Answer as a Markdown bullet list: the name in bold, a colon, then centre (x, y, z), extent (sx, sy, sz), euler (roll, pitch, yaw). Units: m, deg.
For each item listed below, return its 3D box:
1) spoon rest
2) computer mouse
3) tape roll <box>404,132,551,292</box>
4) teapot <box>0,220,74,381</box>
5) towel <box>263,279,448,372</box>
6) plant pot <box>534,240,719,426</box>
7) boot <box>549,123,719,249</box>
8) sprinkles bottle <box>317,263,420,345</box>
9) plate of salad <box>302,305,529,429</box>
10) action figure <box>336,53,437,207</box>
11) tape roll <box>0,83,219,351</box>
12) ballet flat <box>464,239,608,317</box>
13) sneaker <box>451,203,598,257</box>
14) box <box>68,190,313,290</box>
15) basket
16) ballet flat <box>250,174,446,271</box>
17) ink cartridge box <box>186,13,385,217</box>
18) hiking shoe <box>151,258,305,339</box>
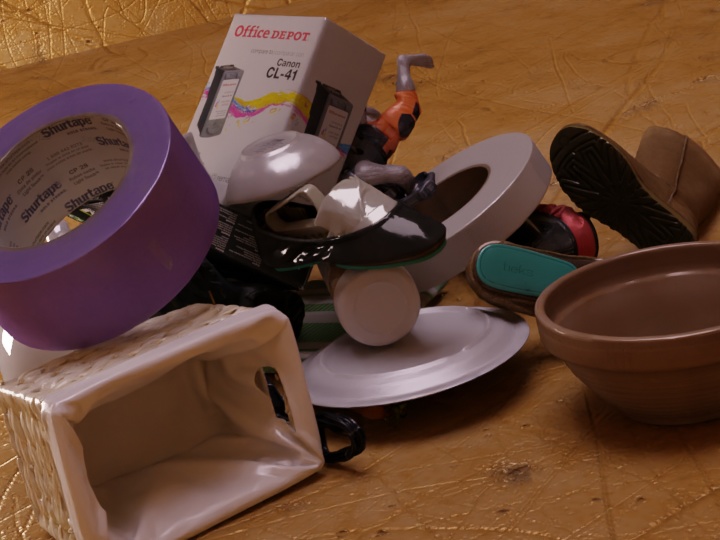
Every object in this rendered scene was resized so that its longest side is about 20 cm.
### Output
- **spoon rest**: centre (-0.095, -0.084, 1.483), extent (0.099, 0.061, 0.200), euler (-33, 25, -32)
- **computer mouse**: centre (-0.052, 0.108, 1.356), extent (0.034, 0.059, 0.200), euler (-25, 23, -31)
- **tape roll**: centre (0.084, -0.051, 1.603), extent (0.203, 0.037, 0.203), euler (-33, 19, 13)
- **teapot**: centre (-0.240, 0.035, 1.554), extent (0.200, 0.146, 0.197), euler (-1, 21, 28)
- **towel**: centre (-0.022, 0.049, 1.580), extent (0.152, 0.023, 0.200), euler (-3, 18, 24)
- **plant pot**: centre (0.234, 0.054, 1.286), extent (0.201, 0.093, 0.201), euler (-10, 17, 3)
- **boot**: centre (0.265, -0.096, 1.655), extent (0.066, 0.175, 0.200), euler (-41, 6, 29)
- **sprinkles bottle**: centre (0.000, 0.000, 1.475), extent (0.068, 0.068, 0.200), euler (-13, 19, -5)
- **plate of salad**: centre (0.041, 0.077, 1.408), extent (0.200, 0.048, 0.200), euler (-14, 16, 4)
- **action figure**: centre (-0.012, -0.100, 1.660), extent (0.200, 0.105, 0.194), euler (-26, 36, 45)
- **tape roll**: centre (-0.214, -0.042, 1.322), extent (0.200, 0.085, 0.200), euler (-15, 46, 16)
- **ballet flat**: centre (0.183, 0.024, 1.430), extent (0.200, 0.068, 0.072), euler (11, -19, 1)
- **sneaker**: centre (0.124, -0.028, 1.640), extent (0.098, 0.071, 0.200), euler (-23, 22, -38)
- **box**: centre (-0.161, -0.038, 1.538), extent (0.200, 0.048, 0.193), euler (25, -7, -22)
- **basket**: centre (-0.149, 0.114, 1.279), extent (0.200, 0.136, 0.123), euler (-23, 17, -30)
- **ballet flat**: centre (-0.020, -0.036, 1.386), extent (0.200, 0.068, 0.068), euler (-5, 30, 45)
- **ink cartridge box**: centre (-0.083, -0.130, 1.607), extent (0.086, 0.200, 0.148), euler (26, -9, -41)
- **hiking shoe**: centre (-0.147, 0.023, 1.478), extent (0.200, 0.074, 0.087), euler (26, -15, -33)
